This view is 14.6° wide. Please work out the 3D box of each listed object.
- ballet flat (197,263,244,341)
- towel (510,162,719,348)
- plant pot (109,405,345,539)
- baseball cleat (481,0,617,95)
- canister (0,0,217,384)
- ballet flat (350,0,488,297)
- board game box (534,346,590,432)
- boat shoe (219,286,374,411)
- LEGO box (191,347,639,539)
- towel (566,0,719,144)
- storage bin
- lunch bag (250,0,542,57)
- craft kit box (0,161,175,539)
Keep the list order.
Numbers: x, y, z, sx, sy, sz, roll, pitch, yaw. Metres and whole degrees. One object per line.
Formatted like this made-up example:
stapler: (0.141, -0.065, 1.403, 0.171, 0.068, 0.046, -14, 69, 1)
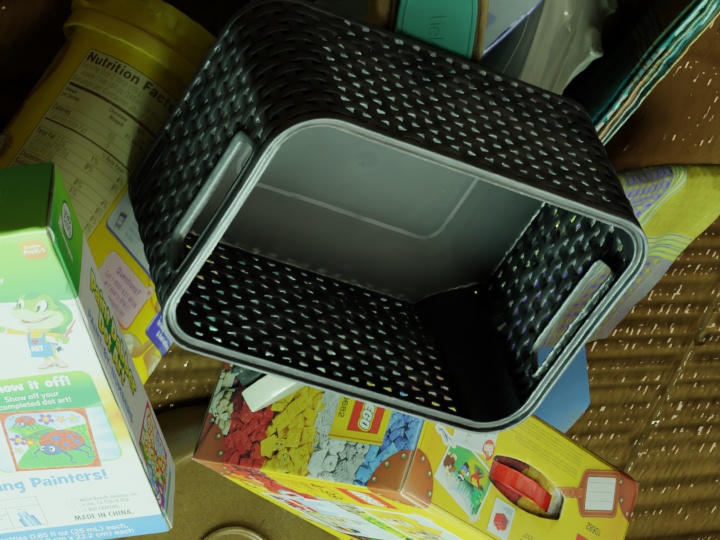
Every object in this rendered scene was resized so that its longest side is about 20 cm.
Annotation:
ballet flat: (-0.010, -0.016, 1.498, 0.199, 0.070, 0.070, -32, 141, -7)
towel: (0.122, -0.003, 1.511, 0.144, 0.023, 0.200, -48, 160, 23)
plant pot: (-0.075, 0.174, 1.555, 0.199, 0.201, 0.027, -4, 175, -33)
baseball cleat: (0.064, -0.103, 1.425, 0.070, 0.106, 0.201, 63, 38, -40)
canister: (-0.130, -0.013, 1.328, 0.201, 0.086, 0.149, -56, 144, -15)
ballet flat: (0.026, -0.079, 1.323, 0.068, 0.063, 0.201, 0, 130, -14)
board game box: (0.050, 0.047, 1.622, 0.157, 0.039, 0.201, -20, 134, -11)
boat shoe: (-0.002, 0.001, 1.415, 0.199, 0.066, 0.074, -32, 177, -38)
LEGO box: (0.032, 0.108, 1.511, 0.200, 0.148, 0.078, 33, 69, -46)
towel: (0.163, -0.133, 1.468, 0.022, 0.147, 0.200, 40, 103, -6)
storage bin: (0.011, -0.022, 1.262, 0.199, 0.094, 0.135, 18, 123, -29)
lunch bag: (0.033, -0.179, 1.350, 0.200, 0.083, 0.161, -39, 138, 1)
craft kit box: (-0.200, 0.049, 1.211, 0.199, 0.049, 0.198, -7, 138, 9)
